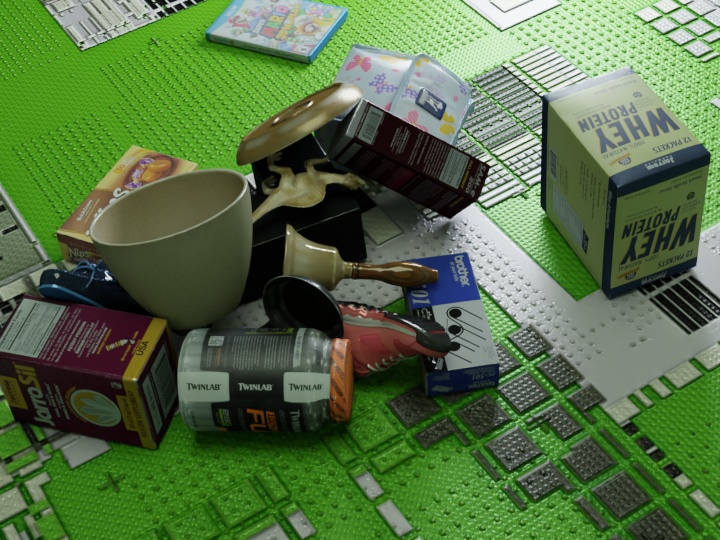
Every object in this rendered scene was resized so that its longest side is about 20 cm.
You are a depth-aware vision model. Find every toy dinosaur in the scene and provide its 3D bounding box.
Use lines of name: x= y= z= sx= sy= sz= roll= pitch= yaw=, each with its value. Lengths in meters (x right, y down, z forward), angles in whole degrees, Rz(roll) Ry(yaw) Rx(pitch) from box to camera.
toy dinosaur: x=-0.094 y=-0.107 z=1.756 sx=0.198 sy=0.059 sz=0.101 roll=-25 pitch=46 yaw=-15

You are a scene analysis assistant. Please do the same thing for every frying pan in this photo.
frying pan: x=-0.081 y=0.071 z=1.664 sx=0.114 sy=0.191 sz=0.031 roll=37 pitch=49 yaw=2

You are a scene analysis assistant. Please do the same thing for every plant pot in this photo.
plant pot: x=-0.087 y=-0.203 z=1.814 sx=0.198 sy=0.028 sz=0.200 roll=-28 pitch=15 yaw=8

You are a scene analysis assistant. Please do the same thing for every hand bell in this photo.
hand bell: x=0.000 y=0.000 z=1.708 sx=0.197 sy=0.105 sz=0.105 roll=4 pitch=44 yaw=-4

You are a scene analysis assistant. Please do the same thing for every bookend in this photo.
bookend: x=-0.120 y=-0.075 z=1.838 sx=0.198 sy=0.093 sz=0.199 roll=-21 pitch=44 yaw=-12

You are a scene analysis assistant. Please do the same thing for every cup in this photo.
cup: x=-0.212 y=-0.016 z=1.632 sx=0.197 sy=0.145 sz=0.201 roll=-13 pitch=26 yaw=6

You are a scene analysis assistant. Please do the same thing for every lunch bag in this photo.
lunch bag: x=0.052 y=-0.227 z=1.950 sx=0.198 sy=0.128 sz=0.171 roll=16 pitch=54 yaw=17

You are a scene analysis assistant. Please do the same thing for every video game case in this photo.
video game case: x=-0.138 y=-0.409 z=2.232 sx=0.198 sy=0.018 sz=0.144 roll=16 pitch=49 yaw=21

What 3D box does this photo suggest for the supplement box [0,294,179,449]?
supplement box: x=-0.329 y=0.122 z=1.632 sx=0.197 sy=0.132 sz=0.104 roll=8 pitch=47 yaw=16

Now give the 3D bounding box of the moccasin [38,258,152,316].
moccasin: x=-0.328 y=0.021 z=1.697 sx=0.080 sy=0.199 sz=0.069 roll=3 pitch=77 yaw=30

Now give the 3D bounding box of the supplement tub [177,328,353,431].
supplement tub: x=-0.111 y=0.130 z=1.605 sx=0.197 sy=0.124 sz=0.123 roll=-1 pitch=44 yaw=7

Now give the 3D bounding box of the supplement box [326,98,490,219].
supplement box: x=0.063 y=-0.148 z=1.812 sx=0.198 sy=0.109 sz=0.062 roll=27 pitch=73 yaw=-11

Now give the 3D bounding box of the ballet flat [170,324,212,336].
ballet flat: x=-0.229 y=0.018 z=1.781 sx=0.072 sy=0.074 sz=0.201 roll=-13 pitch=39 yaw=-7

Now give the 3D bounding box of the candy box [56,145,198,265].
candy box: x=-0.323 y=-0.084 z=1.896 sx=0.115 sy=0.057 sz=0.201 roll=17 pitch=48 yaw=21

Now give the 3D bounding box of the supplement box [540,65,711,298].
supplement box: x=0.337 y=-0.115 z=1.748 sx=0.133 sy=0.202 sz=0.201 roll=-19 pitch=46 yaw=-12

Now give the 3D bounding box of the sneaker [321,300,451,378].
sneaker: x=0.028 y=0.093 z=1.648 sx=0.198 sy=0.088 sz=0.073 roll=13 pitch=5 yaw=39

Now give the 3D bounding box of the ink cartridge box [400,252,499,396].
ink cartridge box: x=0.111 y=0.065 z=1.702 sx=0.093 sy=0.045 sz=0.201 roll=-7 pitch=44 yaw=-3
